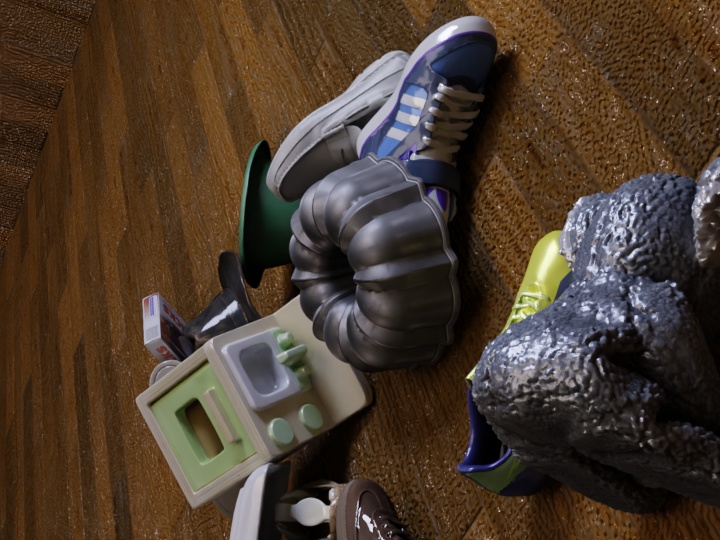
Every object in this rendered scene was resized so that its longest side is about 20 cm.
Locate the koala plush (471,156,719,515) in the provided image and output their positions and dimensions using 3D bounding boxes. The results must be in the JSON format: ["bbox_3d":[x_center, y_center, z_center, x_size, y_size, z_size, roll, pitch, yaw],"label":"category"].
[{"bbox_3d":[0.170,0.025,0.751,0.177,0.183,0.201,-17,50,61],"label":"koala plush"}]

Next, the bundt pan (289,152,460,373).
[{"bbox_3d":[0.000,0.000,1.115,0.202,0.075,0.203,32,130,50],"label":"bundt pan"}]

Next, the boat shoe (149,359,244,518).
[{"bbox_3d":[-0.174,0.183,1.383,0.072,0.201,0.063,-28,14,2],"label":"boat shoe"}]

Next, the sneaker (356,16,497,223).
[{"bbox_3d":[0.075,-0.112,1.129,0.200,0.080,0.147,-48,46,36],"label":"sneaker"}]

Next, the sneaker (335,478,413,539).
[{"bbox_3d":[0.036,0.253,1.030,0.075,0.070,0.201,-38,46,28],"label":"sneaker"}]

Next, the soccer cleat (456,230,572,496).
[{"bbox_3d":[0.120,0.065,0.911,0.065,0.083,0.201,0,76,65],"label":"soccer cleat"}]

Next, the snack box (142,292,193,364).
[{"bbox_3d":[-0.188,0.113,1.432,0.024,0.200,0.072,-25,43,11],"label":"snack box"}]

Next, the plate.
[{"bbox_3d":[-0.105,0.284,1.210,0.200,0.032,0.201,68,-150,-82],"label":"plate"}]

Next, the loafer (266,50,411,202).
[{"bbox_3d":[-0.011,-0.137,1.256,0.200,0.070,0.070,-43,53,9],"label":"loafer"}]

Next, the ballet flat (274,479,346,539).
[{"bbox_3d":[-0.044,0.230,1.190,0.200,0.065,0.071,-28,54,59],"label":"ballet flat"}]

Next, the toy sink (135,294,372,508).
[{"bbox_3d":[-0.109,0.129,1.228,0.200,0.112,0.131,-35,81,37],"label":"toy sink"}]

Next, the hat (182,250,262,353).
[{"bbox_3d":[-0.151,0.077,1.374,0.201,0.081,0.202,161,90,-76],"label":"hat"}]

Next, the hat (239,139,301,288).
[{"bbox_3d":[-0.036,-0.055,1.389,0.200,0.175,0.167,-75,-14,-65],"label":"hat"}]
